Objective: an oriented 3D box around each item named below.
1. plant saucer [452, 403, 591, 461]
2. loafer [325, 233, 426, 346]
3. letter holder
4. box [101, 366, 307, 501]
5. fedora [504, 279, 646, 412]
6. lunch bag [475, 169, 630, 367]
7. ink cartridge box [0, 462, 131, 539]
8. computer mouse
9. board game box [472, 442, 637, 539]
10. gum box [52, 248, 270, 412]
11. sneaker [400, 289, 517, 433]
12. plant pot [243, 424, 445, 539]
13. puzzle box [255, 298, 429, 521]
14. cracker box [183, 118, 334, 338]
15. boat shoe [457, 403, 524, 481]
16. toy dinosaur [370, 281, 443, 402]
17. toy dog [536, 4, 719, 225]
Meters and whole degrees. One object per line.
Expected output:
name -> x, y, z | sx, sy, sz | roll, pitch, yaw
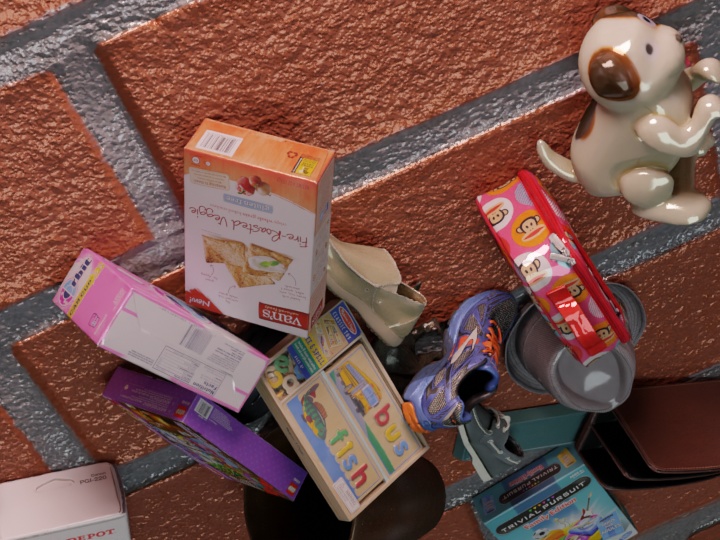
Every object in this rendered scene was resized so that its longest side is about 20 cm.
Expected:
plant saucer -> 0.215, 0.199, 1.891 | 0.200, 0.019, 0.070 | -7, 133, -17
loafer -> 0.000, 0.000, 1.586 | 0.068, 0.076, 0.200 | -41, 131, 4
letter holder -> 0.394, 0.224, 1.883 | 0.200, 0.142, 0.101 | -3, 131, -27
box -> -0.166, 0.177, 1.639 | 0.200, 0.137, 0.039 | 43, 68, -42
fedora -> 0.262, 0.102, 1.768 | 0.177, 0.090, 0.200 | -28, 135, 5
lunch bag -> 0.206, 0.007, 1.600 | 0.082, 0.176, 0.200 | -31, 135, 8
ink cartridge box -> -0.334, 0.324, 1.738 | 0.146, 0.085, 0.200 | -11, 132, -13
computer mouse -> -0.109, 0.105, 1.650 | 0.138, 0.053, 0.200 | 23, 119, -37
board game box -> 0.258, 0.323, 2.000 | 0.151, 0.047, 0.200 | -33, 134, 8
gum box -> -0.194, 0.063, 1.523 | 0.200, 0.113, 0.066 | 32, 91, -39
sneaker -> 0.126, 0.103, 1.669 | 0.200, 0.078, 0.075 | -57, 132, -29
plant pot -> 0.000, 0.267, 1.770 | 0.200, 0.187, 0.187 | 6, 129, -44
puzzle box -> -0.020, 0.148, 1.617 | 0.133, 0.025, 0.200 | -40, 108, -30
cracker box -> -0.100, -0.038, 1.475 | 0.134, 0.058, 0.200 | 15, 133, 12
boat shoe -> 0.145, 0.179, 1.783 | 0.062, 0.073, 0.200 | -20, 141, 5
toy dinosaur -> 0.042, 0.105, 1.695 | 0.102, 0.077, 0.200 | -13, 140, -29
toy dog -> 0.273, -0.170, 1.515 | 0.194, 0.140, 0.200 | 8, 140, 20
